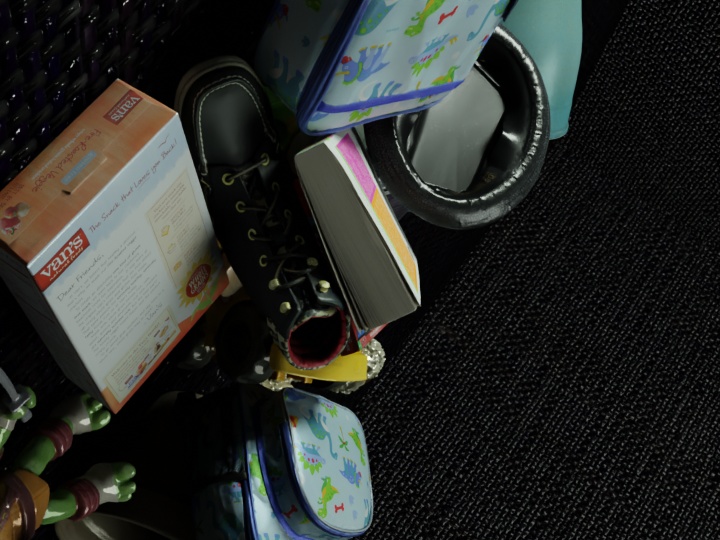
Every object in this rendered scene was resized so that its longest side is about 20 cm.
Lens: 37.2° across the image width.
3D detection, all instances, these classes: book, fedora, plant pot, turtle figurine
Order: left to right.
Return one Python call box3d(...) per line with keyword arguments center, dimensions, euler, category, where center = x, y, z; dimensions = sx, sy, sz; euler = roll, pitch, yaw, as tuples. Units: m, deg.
box3d(center=(-0.228, 0.161, 0.819), dimensions=(0.201, 0.143, 0.194), euler=(-55, 175, 19), category="turtle figurine")
box3d(center=(-0.197, 0.234, 1.143), dimensions=(0.201, 0.197, 0.175), euler=(111, 1, -54), category="plant pot")
box3d(center=(0.001, -0.045, 0.828), dimensions=(0.047, 0.135, 0.200), euler=(-23, -171, 9), category="book")
box3d(center=(0.072, -0.129, 0.951), dimensions=(0.201, 0.201, 0.091), euler=(-51, -167, -24), category="fedora")
box3d(center=(0.175, -0.280, 1.262), dimensions=(0.200, 0.198, 0.190), euler=(-40, 147, -58), category="plant pot")

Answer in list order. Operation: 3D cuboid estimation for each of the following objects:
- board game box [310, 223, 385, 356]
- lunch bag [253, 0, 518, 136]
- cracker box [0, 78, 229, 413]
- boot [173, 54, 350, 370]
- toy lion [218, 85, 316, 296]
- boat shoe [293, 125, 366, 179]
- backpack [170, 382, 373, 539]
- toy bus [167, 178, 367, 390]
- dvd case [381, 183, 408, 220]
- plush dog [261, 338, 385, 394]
box3d(center=(0.000, 0.000, 0.921), dimensions=(0.019, 0.104, 0.200), euler=(-18, -175, 16), category="board game box")
box3d(center=(0.024, -0.182, 0.779), dimensions=(0.199, 0.083, 0.161), euler=(-20, 152, -49), category="lunch bag")
box3d(center=(-0.164, -0.009, 0.718), dimensions=(0.134, 0.057, 0.201), euler=(-50, 158, -24), category="cracker box")
box3d(center=(-0.063, -0.037, 0.757), dimensions=(0.073, 0.155, 0.205), euler=(-24, 146, -13), category="boot")
box3d(center=(-0.123, -0.063, 0.870), dimensions=(0.201, 0.068, 0.192), euler=(-57, 163, 2), category="toy lion")
box3d(center=(-0.013, -0.169, 1.043), dimensions=(0.060, 0.076, 0.201), euler=(-11, -140, 44), category="boat shoe")
box3d(center=(-0.077, 0.218, 1.038), dimensions=(0.145, 0.203, 0.182), euler=(-20, 151, 27), category="backpack")
box3d(center=(-0.089, 0.010, 1.020), dimensions=(0.135, 0.198, 0.195), euler=(9, 87, -47), category="toy bus")
box3d(center=(-0.009, -0.052, 1.157), dimensions=(0.147, 0.016, 0.200), euler=(-19, 166, -30), category="dvd case")
box3d(center=(-0.063, 0.057, 1.202), dimensions=(0.198, 0.161, 0.173), euler=(-17, 152, -38), category="plush dog")
